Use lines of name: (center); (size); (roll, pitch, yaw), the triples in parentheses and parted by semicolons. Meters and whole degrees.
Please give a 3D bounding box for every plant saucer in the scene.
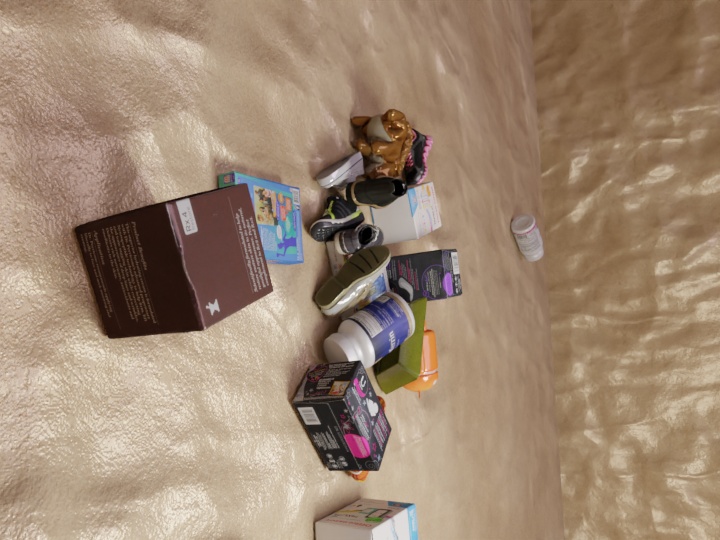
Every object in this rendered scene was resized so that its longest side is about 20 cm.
plant saucer: (0.092, 0.182, 1.494); (0.047, 0.200, 0.206); (16, 63, -16)

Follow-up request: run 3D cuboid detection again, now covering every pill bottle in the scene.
pill bottle: (0.019, 0.143, 1.352); (0.198, 0.114, 0.119); (-31, 112, -31)
pill bottle: (0.758, -0.145, 2.751); (0.202, 0.110, 0.115); (58, 39, -37)

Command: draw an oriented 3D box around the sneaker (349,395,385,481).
sneaker: (0.010, 0.382, 1.403); (0.078, 0.071, 0.203); (81, 26, -49)

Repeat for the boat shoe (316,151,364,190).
boat shoe: (-0.036, -0.222, 1.423); (0.200, 0.072, 0.067); (-45, 118, -53)

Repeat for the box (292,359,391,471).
box: (-0.034, 0.302, 1.261); (0.204, 0.129, 0.116); (67, 31, -26)

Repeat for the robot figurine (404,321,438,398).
robot figurine: (0.148, 0.228, 1.609); (0.114, 0.142, 0.207); (-4, 88, -39)

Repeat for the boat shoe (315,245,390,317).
boat shoe: (-0.011, 0.024, 1.348); (0.198, 0.075, 0.069); (-38, 141, -7)

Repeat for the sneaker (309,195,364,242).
sneaker: (-0.065, -0.124, 1.382); (0.084, 0.071, 0.199); (58, 29, 6)

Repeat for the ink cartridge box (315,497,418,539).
ink cartridge box: (0.017, 0.583, 1.276); (0.198, 0.143, 0.151); (7, 78, -59)

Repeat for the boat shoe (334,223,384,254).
boat shoe: (0.015, -0.072, 1.406); (0.198, 0.061, 0.075); (-13, 91, -60)

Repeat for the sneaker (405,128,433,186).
sneaker: (0.152, -0.333, 1.794); (0.094, 0.078, 0.205); (30, 55, -28)

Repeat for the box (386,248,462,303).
box: (0.150, 0.018, 1.571); (0.105, 0.195, 0.127); (-4, 87, -59)

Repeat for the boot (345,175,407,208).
boot: (0.076, -0.185, 1.417); (0.198, 0.135, 0.080); (-22, 105, -49)

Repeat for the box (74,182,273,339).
box: (-0.261, -0.014, 0.866); (0.163, 0.195, 0.171); (-30, 110, -58)

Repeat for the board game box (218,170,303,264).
board game box: (-0.185, -0.094, 1.164); (0.198, 0.044, 0.158); (5, 80, -60)

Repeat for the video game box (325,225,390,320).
video game box: (0.000, 0.000, 1.468); (0.199, 0.046, 0.188); (-26, 105, -58)

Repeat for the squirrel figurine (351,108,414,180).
squirrel figurine: (0.071, -0.295, 1.570); (0.198, 0.138, 0.193); (-2, 92, -57)

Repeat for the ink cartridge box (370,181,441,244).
ink cartridge box: (0.128, -0.159, 1.644); (0.199, 0.122, 0.133); (-28, 108, -57)
